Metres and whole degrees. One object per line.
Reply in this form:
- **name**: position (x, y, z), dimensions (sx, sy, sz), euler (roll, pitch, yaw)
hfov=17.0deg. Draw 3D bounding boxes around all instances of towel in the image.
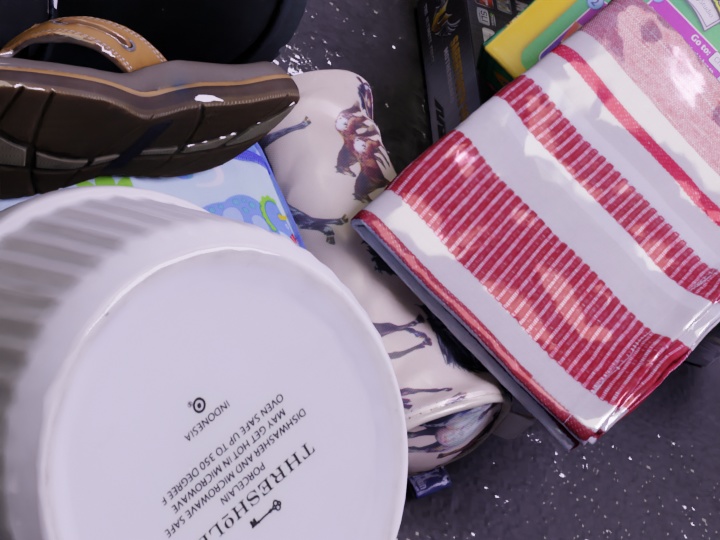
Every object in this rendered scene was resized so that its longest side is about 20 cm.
- **towel**: position (0.109, -0.027, 1.068), dimensions (0.144, 0.023, 0.200), euler (45, 57, 8)

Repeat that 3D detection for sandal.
- **sandal**: position (-0.103, -0.071, 0.934), dimensions (0.200, 0.082, 0.055), euler (-10, 70, -47)

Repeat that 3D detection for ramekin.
- **ramekin**: position (-0.072, 0.068, 0.875), dimensions (0.202, 0.094, 0.203), euler (1, 88, -37)

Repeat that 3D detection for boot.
- **boot**: position (-0.142, -0.114, 0.995), dimensions (0.162, 0.198, 0.074), euler (6, 81, -46)

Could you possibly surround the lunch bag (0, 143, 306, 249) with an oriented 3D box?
- **lunch bag**: position (-0.117, -0.002, 0.991), dimensions (0.200, 0.082, 0.161), euler (7, 48, -34)

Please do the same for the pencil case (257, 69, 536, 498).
- **pencil case**: position (0.000, 0.000, 1.078), dimensions (0.089, 0.078, 0.200), euler (3, 53, -40)

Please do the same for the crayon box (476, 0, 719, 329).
- **crayon box**: position (0.166, -0.070, 1.159), dimensions (0.119, 0.058, 0.200), euler (-42, 83, -6)

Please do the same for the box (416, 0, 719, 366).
- **box**: position (0.114, -0.059, 1.241), dimensions (0.158, 0.048, 0.200), euler (17, 46, -24)
